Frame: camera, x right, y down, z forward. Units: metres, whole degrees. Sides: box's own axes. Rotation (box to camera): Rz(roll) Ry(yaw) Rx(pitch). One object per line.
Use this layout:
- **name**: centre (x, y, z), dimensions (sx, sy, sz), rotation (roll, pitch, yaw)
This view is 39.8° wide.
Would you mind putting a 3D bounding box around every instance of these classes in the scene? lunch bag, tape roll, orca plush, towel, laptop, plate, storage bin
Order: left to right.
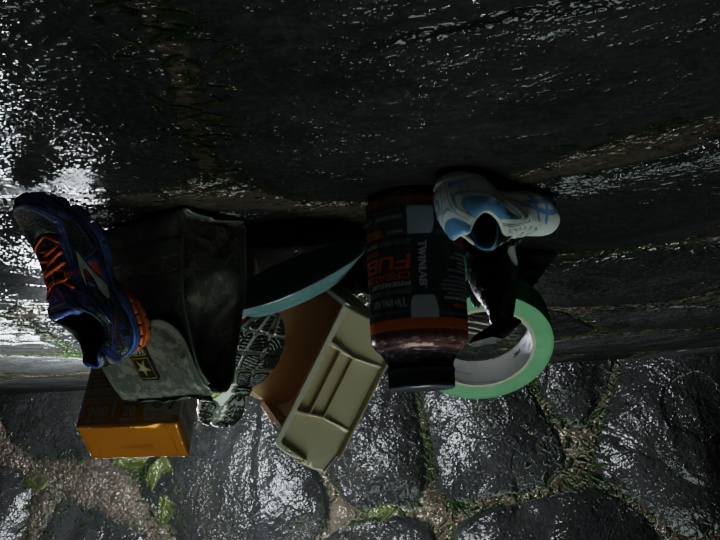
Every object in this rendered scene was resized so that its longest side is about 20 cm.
- **lunch bag**: centre (-0.217, 0.048, 1.115), dimensions (0.162, 0.204, 0.117), rotation (-10, 168, 39)
- **plate**: centre (-0.081, 0.015, 1.192), dimensions (0.197, 0.026, 0.200), rotation (-21, -167, 5)
- **storage bin**: centre (-0.061, 0.118, 1.261), dimensions (0.093, 0.201, 0.200), rotation (26, -176, -25)
- **laptop**: centre (0.142, -0.006, 1.432), dimensions (0.184, 0.117, 0.201), rotation (2, 140, -27)
- **towel**: centre (0.163, 0.057, 1.502), dimensions (0.130, 0.035, 0.200), rotation (10, -169, -9)
- **orca plush**: centre (0.127, 0.001, 1.104), dimensions (0.070, 0.202, 0.105), rotation (24, 136, -14)
- **tape roll**: centre (0.168, 0.093, 1.381), dimensions (0.196, 0.049, 0.203), rotation (-1, 130, -1)

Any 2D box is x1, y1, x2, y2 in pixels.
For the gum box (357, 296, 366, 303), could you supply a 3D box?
- **gum box**: centre (-0.056, 0.099, 1.511), dimensions (0.112, 0.067, 0.200), rotation (-13, 170, -15)

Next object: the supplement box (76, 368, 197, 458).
- **supplement box**: centre (-0.266, 0.128, 1.239), dimensions (0.124, 0.202, 0.074), rotation (-3, 137, 4)

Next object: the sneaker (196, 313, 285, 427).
- **sneaker**: centre (-0.161, 0.108, 1.249), dimensions (0.076, 0.086, 0.201), rotation (15, 128, -29)

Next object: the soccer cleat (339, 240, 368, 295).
- **soccer cleat**: centre (0.000, 0.000, 1.293), dimensions (0.080, 0.069, 0.200), rotation (10, 171, 5)

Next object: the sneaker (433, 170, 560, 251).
- **sneaker**: centre (0.142, -0.051, 1.024), dimensions (0.071, 0.074, 0.198), rotation (-13, 166, 39)

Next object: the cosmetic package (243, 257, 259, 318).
- **cosmetic package**: centre (-0.230, 0.046, 1.353), dimensions (0.196, 0.072, 0.106), rotation (-3, 138, 6)

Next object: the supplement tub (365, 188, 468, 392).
- **supplement tub**: centre (0.060, 0.023, 1.043), dimensions (0.105, 0.204, 0.107), rotation (-3, 169, -1)

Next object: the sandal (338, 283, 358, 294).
- **sandal**: centre (-0.038, 0.026, 1.451), dimensions (0.074, 0.049, 0.199), rotation (-9, 168, 32)

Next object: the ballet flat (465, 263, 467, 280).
- **ballet flat**: centre (0.078, 0.033, 1.306), dimensions (0.200, 0.075, 0.074), rotation (-45, 153, 17)

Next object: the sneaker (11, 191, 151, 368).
- **sneaker**: centre (-0.285, 0.011, 0.998), dimensions (0.075, 0.202, 0.079), rotation (-18, -159, 35)
